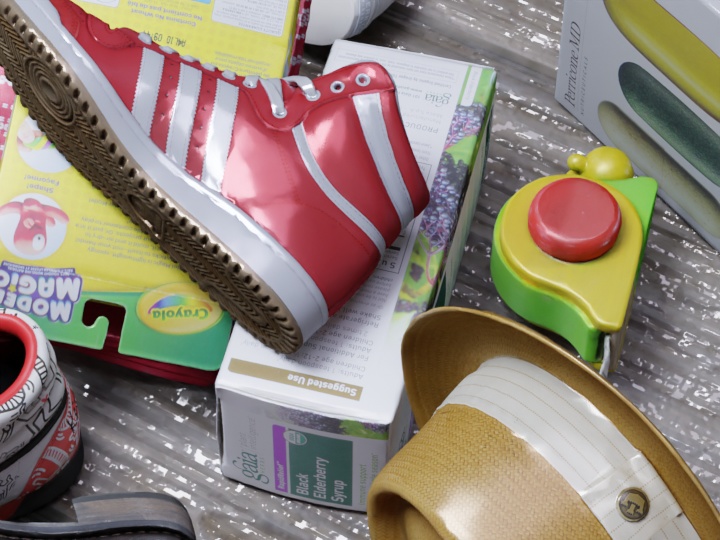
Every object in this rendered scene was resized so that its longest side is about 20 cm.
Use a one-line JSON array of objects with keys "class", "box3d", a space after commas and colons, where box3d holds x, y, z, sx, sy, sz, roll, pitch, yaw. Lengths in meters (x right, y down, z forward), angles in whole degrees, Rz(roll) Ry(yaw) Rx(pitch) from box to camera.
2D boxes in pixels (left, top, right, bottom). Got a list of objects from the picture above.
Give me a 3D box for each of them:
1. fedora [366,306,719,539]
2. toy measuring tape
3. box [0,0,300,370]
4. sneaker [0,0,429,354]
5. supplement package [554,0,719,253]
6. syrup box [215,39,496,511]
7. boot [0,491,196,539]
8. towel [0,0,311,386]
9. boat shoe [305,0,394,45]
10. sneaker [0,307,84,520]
[{"class": "fedora", "box3d": [0.064, 0.111, 0.842, 0.082, 0.201, 0.201, -36, 62, -23]}, {"class": "toy measuring tape", "box3d": [0.083, 0.022, 0.981, 0.073, 0.074, 0.200, 12, 55, 9]}, {"class": "box", "box3d": [-0.097, -0.058, 0.978, 0.117, 0.048, 0.200, 12, 72, -6]}, {"class": "sneaker", "box3d": [-0.060, -0.071, 0.928, 0.200, 0.071, 0.112, 46, 70, 5]}, {"class": "supplement package", "box3d": [0.212, -0.099, 1.013, 0.151, 0.152, 0.200, -32, 61, -20]}, {"class": "syrup box", "box3d": [0.000, 0.000, 0.989, 0.081, 0.079, 0.200, 11, 56, 8]}, {"class": "boot", "box3d": [-0.120, 0.171, 0.851, 0.200, 0.069, 0.174, -14, 43, -15]}, {"class": "towel", "box3d": [-0.108, -0.057, 1.010, 0.144, 0.022, 0.200, 13, 74, -6]}, {"class": "boat shoe", "box3d": [-0.063, -0.184, 1.130, 0.200, 0.072, 0.068, 27, 37, 25]}, {"class": "sneaker", "box3d": [-0.207, 0.090, 0.908, 0.201, 0.108, 0.067, -32, 61, -20]}]
